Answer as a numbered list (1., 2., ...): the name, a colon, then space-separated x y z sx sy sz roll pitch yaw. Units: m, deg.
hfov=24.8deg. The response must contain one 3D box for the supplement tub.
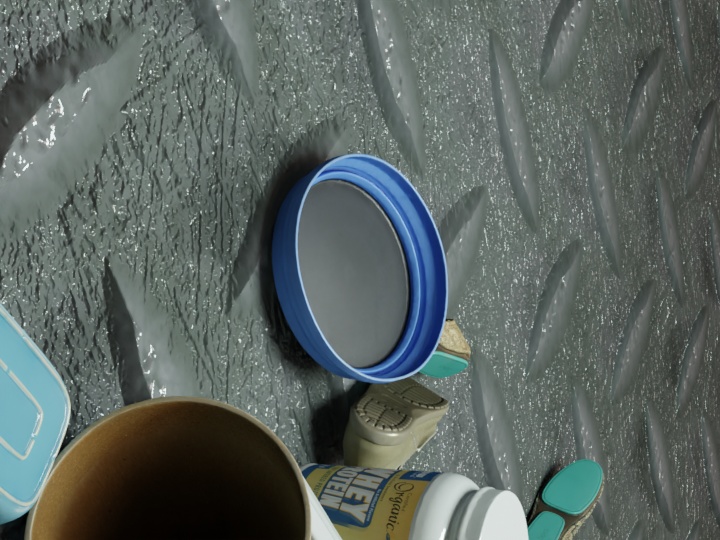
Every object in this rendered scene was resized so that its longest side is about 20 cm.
1. supplement tub: 0.028 0.239 1.370 0.144 0.198 0.146 0 90 -64

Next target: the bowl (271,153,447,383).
1. bowl: 0.000 0.000 1.431 0.200 0.039 0.203 16 68 -45

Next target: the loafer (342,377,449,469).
1. loafer: 0.024 0.144 1.516 0.069 0.075 0.200 -63 165 14

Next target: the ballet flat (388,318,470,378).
1. ballet flat: 0.045 0.059 1.581 0.200 0.070 0.066 28 39 -64

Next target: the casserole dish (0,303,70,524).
1. casserole dish: -0.237 0.076 1.003 0.201 0.038 0.122 59 39 -46

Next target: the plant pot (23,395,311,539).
1. plant pot: -0.115 0.214 1.125 0.201 0.184 0.188 81 22 -60

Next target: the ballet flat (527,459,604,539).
1. ballet flat: 0.233 0.307 1.974 0.200 0.067 0.076 -45 152 -48

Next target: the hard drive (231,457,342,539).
1. hard drive: -0.074 0.181 1.235 0.026 0.131 0.201 -54 140 -25
